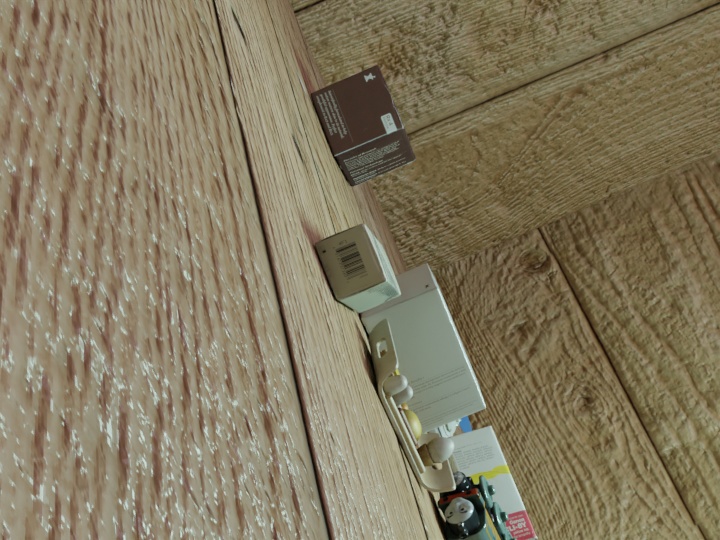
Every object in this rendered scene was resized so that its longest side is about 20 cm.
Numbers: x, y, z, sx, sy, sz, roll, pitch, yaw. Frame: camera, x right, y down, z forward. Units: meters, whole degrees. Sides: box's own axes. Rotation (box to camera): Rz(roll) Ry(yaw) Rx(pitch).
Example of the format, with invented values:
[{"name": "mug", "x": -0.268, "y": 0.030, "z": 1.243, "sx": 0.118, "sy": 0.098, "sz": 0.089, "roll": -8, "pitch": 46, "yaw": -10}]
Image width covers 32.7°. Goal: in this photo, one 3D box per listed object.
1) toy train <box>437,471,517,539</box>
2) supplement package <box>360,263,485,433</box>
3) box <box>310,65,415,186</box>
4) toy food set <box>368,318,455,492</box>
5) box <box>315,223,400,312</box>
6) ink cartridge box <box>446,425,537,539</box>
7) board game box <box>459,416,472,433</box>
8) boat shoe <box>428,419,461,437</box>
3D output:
[{"name": "toy train", "x": 0.165, "y": 0.372, "z": 1.686, "sx": 0.114, "sy": 0.085, "sz": 0.201, "roll": -87, "pitch": 156, "yaw": -58}, {"name": "supplement package", "x": 0.087, "y": 0.113, "z": 1.765, "sx": 0.117, "sy": 0.116, "sz": 0.201, "roll": -99, "pitch": 167, "yaw": -72}, {"name": "box", "x": 0.009, "y": -0.316, "z": 2.712, "sx": 0.200, "sy": 0.163, "sz": 0.167, "roll": 56, "pitch": 13, "yaw": -70}, {"name": "toy food set", "x": 0.070, "y": 0.175, "z": 1.600, "sx": 0.144, "sy": 0.060, "sz": 0.201, "roll": -102, "pitch": 170, "yaw": -67}, {"name": "box", "x": 0.000, "y": 0.000, "z": 1.560, "sx": 0.200, "sy": 0.068, "sz": 0.083, "roll": 35, "pitch": 33, "yaw": -82}, {"name": "ink cartridge box", "x": 0.195, "y": 0.363, "z": 1.884, "sx": 0.146, "sy": 0.083, "sz": 0.201, "roll": 85, "pitch": -13, "yaw": -53}, {"name": "board game box", "x": 0.202, "y": 0.314, "z": 2.790, "sx": 0.200, "sy": 0.039, "sz": 0.158, "roll": 60, "pitch": 13, "yaw": -31}, {"name": "boat shoe", "x": 0.142, "y": 0.251, "z": 2.101, "sx": 0.074, "sy": 0.066, "sz": 0.201, "roll": -107, "pitch": 173, "yaw": -54}]
